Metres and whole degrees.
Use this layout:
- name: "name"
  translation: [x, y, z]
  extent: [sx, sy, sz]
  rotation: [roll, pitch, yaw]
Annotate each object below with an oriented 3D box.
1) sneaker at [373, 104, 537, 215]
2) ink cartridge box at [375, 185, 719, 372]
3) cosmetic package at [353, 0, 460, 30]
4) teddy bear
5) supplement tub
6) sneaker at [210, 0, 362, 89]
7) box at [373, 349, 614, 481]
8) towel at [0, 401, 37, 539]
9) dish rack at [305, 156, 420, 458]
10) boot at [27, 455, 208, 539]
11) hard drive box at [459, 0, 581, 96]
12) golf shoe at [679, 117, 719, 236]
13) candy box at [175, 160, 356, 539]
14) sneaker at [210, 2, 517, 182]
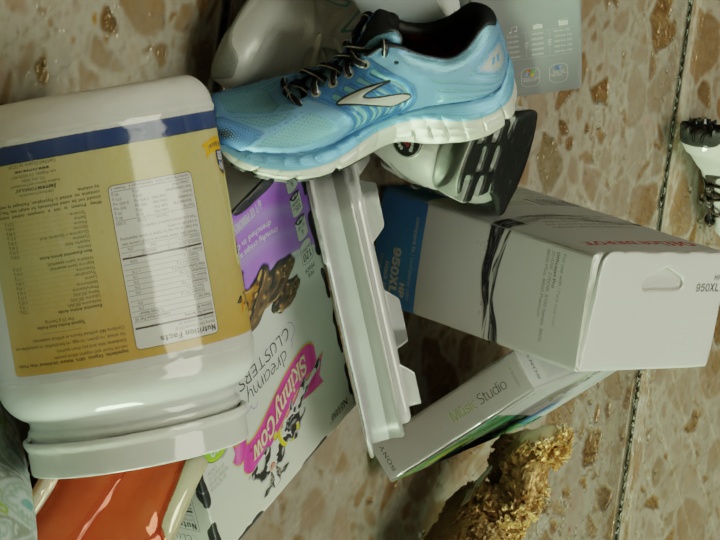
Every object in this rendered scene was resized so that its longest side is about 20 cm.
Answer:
- name: "sneaker"
  translation: [0.057, -0.084, 1.806]
  extent: [0.200, 0.088, 0.075]
  rotation: [14, 96, -73]
- name: "ink cartridge box"
  translation: [0.127, 0.003, 1.903]
  extent: [0.144, 0.199, 0.085]
  rotation: [-1, 105, -45]
- name: "cosmetic package"
  translation: [0.008, -0.249, 1.725]
  extent: [0.151, 0.051, 0.201]
  rotation: [50, 28, -50]
- name: "teddy bear"
  translation: [0.090, 0.190, 1.997]
  extent: [0.067, 0.145, 0.200]
  rotation: [40, 62, -7]
- name: "supplement tub"
  translation: [-0.136, 0.003, 1.517]
  extent: [0.144, 0.144, 0.201]
  rotation: [-15, 97, -56]
- name: "sneaker"
  translation: [-0.016, -0.145, 1.754]
  extent: [0.200, 0.080, 0.071]
  rotation: [-24, 146, -51]
- name: "box"
  translation: [0.114, 0.086, 2.002]
  extent: [0.200, 0.144, 0.036]
  rotation: [-14, 73, -55]
- name: "towel"
  translation: [-0.219, 0.090, 1.457]
  extent: [0.172, 0.048, 0.201]
  rotation: [-101, 172, -47]
- name: "dish rack"
  translation: [0.000, 0.000, 1.773]
  extent: [0.172, 0.043, 0.201]
  rotation: [-102, 180, -67]
- name: "boot"
  translation: [-0.160, 0.171, 1.588]
  extent: [0.075, 0.107, 0.201]
  rotation: [125, -10, -72]
- name: "hard drive box"
  translation: [0.095, -0.237, 1.824]
  extent: [0.201, 0.076, 0.157]
  rotation: [83, -1, -48]
- name: "golf shoe"
  translation: [0.320, -0.072, 2.344]
  extent: [0.200, 0.077, 0.095]
  rotation: [20, 82, -57]
- name: "candy box"
  translation: [-0.088, 0.046, 1.714]
  extent: [0.168, 0.071, 0.201]
  rotation: [-49, 137, -42]
- name: "sneaker"
  translation: [-0.004, -0.119, 1.675]
  extent: [0.199, 0.079, 0.090]
  rotation: [-15, 131, -14]
